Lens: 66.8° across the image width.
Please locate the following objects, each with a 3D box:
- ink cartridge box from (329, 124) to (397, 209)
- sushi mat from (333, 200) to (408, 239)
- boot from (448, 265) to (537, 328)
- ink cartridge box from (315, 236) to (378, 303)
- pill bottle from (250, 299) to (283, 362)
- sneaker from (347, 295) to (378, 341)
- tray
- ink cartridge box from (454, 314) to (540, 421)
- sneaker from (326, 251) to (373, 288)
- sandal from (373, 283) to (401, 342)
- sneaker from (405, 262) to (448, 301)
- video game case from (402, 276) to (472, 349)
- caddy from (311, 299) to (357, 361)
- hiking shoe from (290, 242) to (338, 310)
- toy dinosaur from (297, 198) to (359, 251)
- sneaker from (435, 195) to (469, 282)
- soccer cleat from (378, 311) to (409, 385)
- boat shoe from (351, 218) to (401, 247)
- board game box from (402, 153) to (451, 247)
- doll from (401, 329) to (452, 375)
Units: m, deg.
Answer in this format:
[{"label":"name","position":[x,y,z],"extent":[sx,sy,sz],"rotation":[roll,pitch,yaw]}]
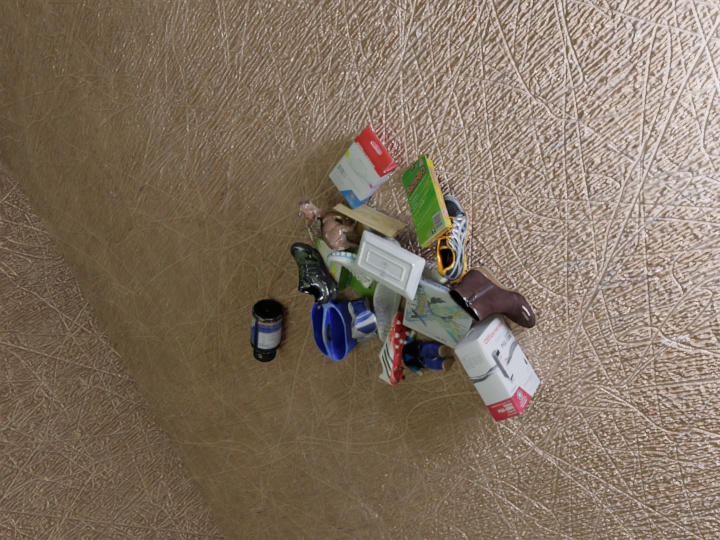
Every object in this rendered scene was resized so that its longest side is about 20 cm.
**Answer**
[{"label":"ink cartridge box","position":[0.015,-0.270,1.406],"extent":[0.118,0.067,0.200],"rotation":[52,134,6]},{"label":"sushi mat","position":[0.026,-0.140,1.439],"extent":[0.196,0.095,0.012],"rotation":[28,128,27]},{"label":"boot","position":[0.305,0.086,1.262],"extent":[0.200,0.165,0.073],"rotation":[45,133,13]},{"label":"ink cartridge box","position":[-0.041,0.002,1.580],"extent":[0.197,0.075,0.152],"rotation":[33,129,25]},{"label":"pill bottle","position":[-0.329,0.215,1.906],"extent":[0.110,0.111,0.206],"rotation":[29,127,25]},{"label":"sneaker","position":[-0.001,0.128,1.541],"extent":[0.200,0.078,0.119],"rotation":[82,170,-74]},{"label":"tray","position":[0.065,-0.014,1.374],"extent":[0.196,0.022,0.111],"rotation":[28,112,31]},{"label":"ink cartridge box","position":[0.333,0.231,1.323],"extent":[0.082,0.146,0.204],"rotation":[-31,91,43]},{"label":"sneaker","position":[0.000,0.000,1.474],"extent":[0.192,0.075,0.090],"rotation":[10,91,5]},{"label":"sandal","position":[0.070,0.104,1.550],"extent":[0.050,0.079,0.211],"rotation":[-119,29,-66]},{"label":"sneaker","position":[0.172,0.014,1.410],"extent":[0.198,0.070,0.082],"rotation":[-28,90,45]},{"label":"video game case","position":[0.199,0.111,1.405],"extent":[0.177,0.022,0.204],"rotation":[24,142,17]},{"label":"caddy","position":[-0.084,0.177,1.680],"extent":[0.138,0.104,0.208],"rotation":[12,118,34]},{"label":"hiking shoe","position":[-0.146,0.010,1.553],"extent":[0.202,0.100,0.076],"rotation":[52,134,8]},{"label":"toy dinosaur","position":[-0.082,-0.107,1.488],"extent":[0.203,0.132,0.087],"rotation":[56,157,27]},{"label":"sneaker","position":[0.213,-0.077,1.297],"extent":[0.076,0.076,0.209],"rotation":[-8,82,38]},{"label":"soccer cleat","position":[0.088,0.218,1.538],"extent":[0.083,0.067,0.209],"rotation":[7,97,43]},{"label":"boat shoe","position":[0.041,-0.104,1.470],"extent":[0.201,0.068,0.072],"rotation":[52,158,34]},{"label":"board game box","position":[0.155,-0.169,1.311],"extent":[0.095,0.029,0.207],"rotation":[-39,57,45]},{"label":"doll","position":[0.164,0.233,1.537],"extent":[0.196,0.048,0.142],"rotation":[-6,104,46]}]
